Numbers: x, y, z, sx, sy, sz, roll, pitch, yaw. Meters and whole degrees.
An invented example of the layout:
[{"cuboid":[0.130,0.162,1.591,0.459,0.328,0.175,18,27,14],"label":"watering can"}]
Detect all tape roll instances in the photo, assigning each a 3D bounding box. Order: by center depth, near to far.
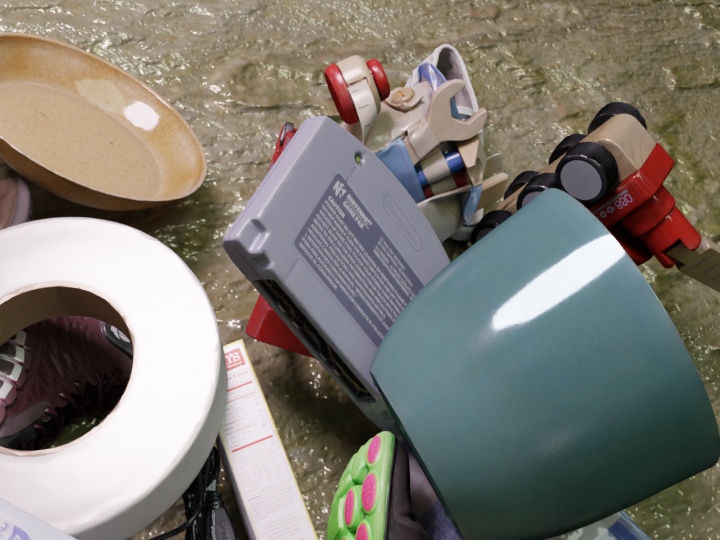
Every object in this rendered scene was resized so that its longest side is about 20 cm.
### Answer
[{"cuboid":[-0.175,0.061,0.610,0.199,0.037,0.206,0,59,1],"label":"tape roll"}]

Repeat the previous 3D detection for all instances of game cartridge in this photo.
[{"cuboid":[0.000,0.000,0.750,0.201,0.041,0.134,52,57,-29],"label":"game cartridge"}]

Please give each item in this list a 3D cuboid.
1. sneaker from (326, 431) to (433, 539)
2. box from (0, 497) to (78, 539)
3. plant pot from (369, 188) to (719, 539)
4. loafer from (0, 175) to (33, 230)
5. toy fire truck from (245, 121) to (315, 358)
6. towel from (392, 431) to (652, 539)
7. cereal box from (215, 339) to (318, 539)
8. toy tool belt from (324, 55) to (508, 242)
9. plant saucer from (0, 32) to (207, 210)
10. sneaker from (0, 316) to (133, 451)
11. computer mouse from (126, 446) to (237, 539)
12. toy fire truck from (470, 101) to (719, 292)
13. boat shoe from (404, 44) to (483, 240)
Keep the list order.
[{"cuboid":[0.031,0.209,0.719,0.083,0.077,0.203,3,68,-33],"label":"sneaker"},{"cuboid":[-0.173,0.198,0.488,0.198,0.185,0.105,27,46,4],"label":"box"},{"cuboid":[0.102,0.077,0.685,0.159,0.201,0.202,-31,70,-4],"label":"plant pot"},{"cuboid":[-0.267,0.011,0.700,0.070,0.073,0.202,19,49,-14],"label":"loafer"},{"cuboid":[-0.049,-0.029,0.829,0.048,0.143,0.200,17,11,-15],"label":"toy fire truck"},{"cuboid":[0.098,0.176,0.767,0.147,0.024,0.200,-42,81,-11],"label":"towel"},{"cuboid":[-0.050,0.160,0.661,0.039,0.145,0.202,-20,64,-10],"label":"cereal box"},{"cuboid":[0.052,-0.106,0.860,0.121,0.201,0.126,-24,48,-4],"label":"toy tool belt"},{"cuboid":[-0.212,-0.105,0.811,0.198,0.036,0.201,28,28,-16],"label":"plant saucer"},{"cuboid":[-0.186,0.086,0.690,0.114,0.076,0.202,21,48,-17],"label":"sneaker"},{"cuboid":[-0.164,0.172,0.617,0.197,0.044,0.111,-19,75,-1],"label":"computer mouse"},{"cuboid":[0.226,-0.023,0.934,0.200,0.176,0.129,48,47,-3],"label":"toy fire truck"},{"cuboid":[0.085,-0.123,0.996,0.071,0.066,0.203,13,51,-19],"label":"boat shoe"}]
